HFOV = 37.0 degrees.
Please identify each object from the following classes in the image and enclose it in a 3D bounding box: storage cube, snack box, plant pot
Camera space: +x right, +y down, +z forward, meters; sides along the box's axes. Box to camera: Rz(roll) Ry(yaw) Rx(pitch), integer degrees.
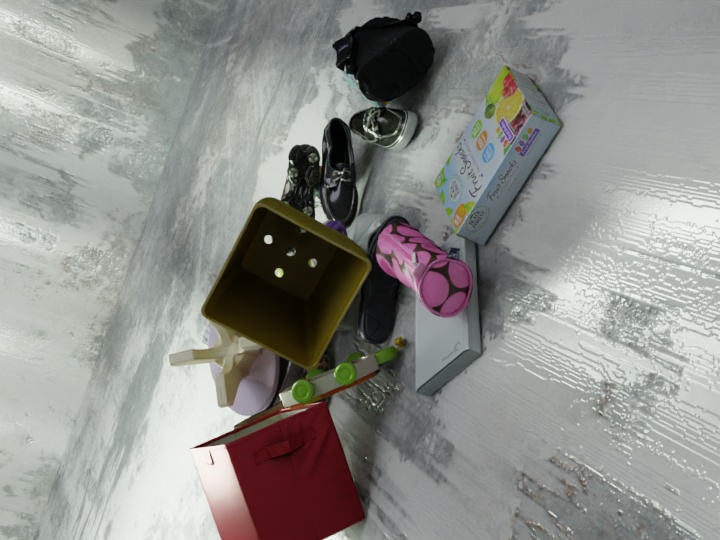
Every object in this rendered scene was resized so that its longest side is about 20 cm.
[{"bbox_3d":[-0.124,0.311,1.574,0.199,0.169,0.183,-20,89,60],"label":"storage cube"},{"bbox_3d":[0.182,-0.158,1.473,0.202,0.052,0.143,-59,24,27],"label":"snack box"},{"bbox_3d":[-0.113,-0.003,1.688,0.202,0.198,0.177,-60,11,17],"label":"plant pot"}]

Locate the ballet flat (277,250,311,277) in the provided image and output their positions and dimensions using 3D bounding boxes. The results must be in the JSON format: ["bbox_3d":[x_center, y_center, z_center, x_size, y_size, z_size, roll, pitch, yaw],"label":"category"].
[{"bbox_3d":[-0.110,-0.002,1.911,0.067,0.067,0.200,-47,2,10],"label":"ballet flat"}]

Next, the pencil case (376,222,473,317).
[{"bbox_3d":[0.081,-0.008,1.471,0.092,0.092,0.200,-68,22,6],"label":"pencil case"}]

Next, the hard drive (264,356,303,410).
[{"bbox_3d":[-0.159,0.144,1.848,0.042,0.133,0.203,19,-90,-69],"label":"hard drive"}]

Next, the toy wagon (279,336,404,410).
[{"bbox_3d":[-0.023,0.153,1.601,0.155,0.197,0.040,-14,-98,-84],"label":"toy wagon"}]

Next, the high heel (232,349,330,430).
[{"bbox_3d":[-0.127,0.205,1.781,0.071,0.141,0.203,-13,60,63],"label":"high heel"}]

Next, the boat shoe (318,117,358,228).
[{"bbox_3d":[-0.042,-0.176,1.922,0.063,0.071,0.204,81,-174,-75],"label":"boat shoe"}]

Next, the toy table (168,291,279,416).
[{"bbox_3d":[-0.213,0.137,1.784,0.182,0.117,0.203,-25,75,15],"label":"toy table"}]

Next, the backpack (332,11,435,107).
[{"bbox_3d":[0.032,-0.360,1.853,0.165,0.128,0.200,-32,24,-6],"label":"backpack"}]

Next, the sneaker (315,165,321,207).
[{"bbox_3d":[-0.077,-0.150,2.050,0.200,0.070,0.081,-134,58,-68],"label":"sneaker"}]

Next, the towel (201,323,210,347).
[{"bbox_3d":[-0.167,0.104,1.924,0.168,0.198,0.085,-62,-21,4],"label":"towel"}]

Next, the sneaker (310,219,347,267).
[{"bbox_3d":[-0.032,0.005,1.837,0.083,0.080,0.203,-26,58,42],"label":"sneaker"}]

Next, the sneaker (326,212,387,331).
[{"bbox_3d":[0.000,0.000,1.748,0.080,0.070,0.204,-1,72,63],"label":"sneaker"}]

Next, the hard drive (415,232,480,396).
[{"bbox_3d":[0.118,0.055,1.491,0.132,0.026,0.203,-46,34,45],"label":"hard drive"}]

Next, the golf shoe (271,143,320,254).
[{"bbox_3d":[-0.111,-0.128,1.960,0.088,0.076,0.204,-90,15,-86],"label":"golf shoe"}]

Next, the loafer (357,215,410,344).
[{"bbox_3d":[0.028,0.014,1.676,0.063,0.071,0.204,172,112,-69],"label":"loafer"}]

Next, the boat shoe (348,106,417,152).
[{"bbox_3d":[0.034,-0.248,1.866,0.199,0.063,0.072,10,82,67],"label":"boat shoe"}]
